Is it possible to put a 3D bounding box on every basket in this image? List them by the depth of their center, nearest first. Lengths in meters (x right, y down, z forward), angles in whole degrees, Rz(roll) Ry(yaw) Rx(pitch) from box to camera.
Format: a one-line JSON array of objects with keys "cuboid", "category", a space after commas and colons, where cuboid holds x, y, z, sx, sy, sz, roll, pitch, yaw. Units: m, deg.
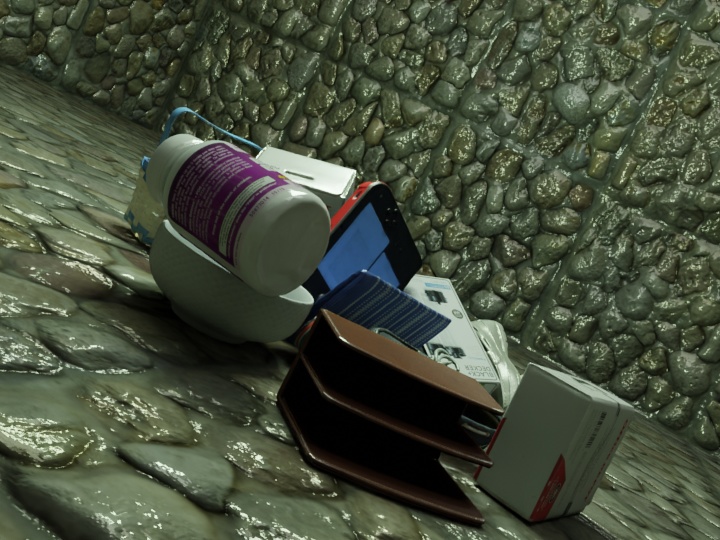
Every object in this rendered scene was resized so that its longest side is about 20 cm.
[{"cuboid": [-0.246, -0.123, 1.149, 0.175, 0.203, 0.138, 21, 8, -44], "category": "basket"}]

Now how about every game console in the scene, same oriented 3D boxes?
[{"cuboid": [0.000, 0.000, 1.031, 0.031, 0.201, 0.178, 14, -34, 45], "category": "game console"}]

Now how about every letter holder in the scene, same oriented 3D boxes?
[{"cuboid": [0.039, 0.140, 0.717, 0.198, 0.102, 0.142, 26, 7, -23], "category": "letter holder"}]

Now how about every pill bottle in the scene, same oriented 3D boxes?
[{"cuboid": [-0.133, -0.066, 0.790, 0.199, 0.114, 0.112, 33, 7, 32], "category": "pill bottle"}]

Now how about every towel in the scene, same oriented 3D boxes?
[{"cuboid": [0.011, 0.071, 0.978, 0.199, 0.144, 0.024, 29, 32, -46], "category": "towel"}]

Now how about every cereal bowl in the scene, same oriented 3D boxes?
[{"cuboid": [-0.155, 0.025, 0.874, 0.198, 0.084, 0.200, 28, 6, -3], "category": "cereal bowl"}]

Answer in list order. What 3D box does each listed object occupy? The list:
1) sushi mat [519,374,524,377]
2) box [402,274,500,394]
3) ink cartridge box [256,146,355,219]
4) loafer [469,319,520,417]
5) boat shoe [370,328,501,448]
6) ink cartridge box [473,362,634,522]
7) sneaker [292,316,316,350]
[{"cuboid": [0.254, 0.204, 1.173, 0.198, 0.012, 0.096, -8, 46, -42], "category": "sushi mat"}, {"cuboid": [0.109, 0.100, 1.113, 0.115, 0.061, 0.202, 9, 42, -31], "category": "box"}, {"cuboid": [-0.093, -0.061, 1.122, 0.144, 0.203, 0.083, 16, 37, 6], "category": "ink cartridge box"}, {"cuboid": [0.191, 0.149, 1.138, 0.068, 0.071, 0.201, 6, 32, -9], "category": "loafer"}, {"cuboid": [0.084, 0.133, 0.884, 0.200, 0.062, 0.075, 46, 37, -7], "category": "boat shoe"}, {"cuboid": [0.229, 0.198, 0.882, 0.082, 0.149, 0.199, 28, 3, 34], "category": "ink cartridge box"}, {"cuboid": [0.006, 0.126, 0.938, 0.198, 0.071, 0.094, 26, 23, -43], "category": "sneaker"}]
